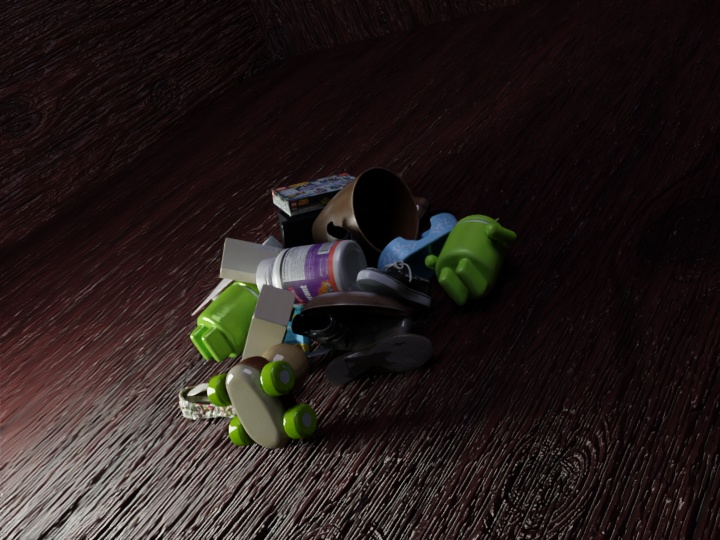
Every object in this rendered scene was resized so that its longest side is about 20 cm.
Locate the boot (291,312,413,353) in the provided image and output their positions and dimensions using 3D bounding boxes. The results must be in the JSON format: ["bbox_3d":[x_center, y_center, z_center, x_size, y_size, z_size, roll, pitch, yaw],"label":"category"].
[{"bbox_3d":[-0.017,0.108,1.259,0.199,0.131,0.070,-14,63,31],"label":"boot"}]

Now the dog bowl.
[{"bbox_3d":[0.130,-0.034,1.418,0.199,0.112,0.050,-31,46,-15],"label":"dog bowl"}]

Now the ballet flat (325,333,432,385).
[{"bbox_3d":[0.033,0.156,1.235,0.199,0.068,0.046,-20,-2,16],"label":"ballet flat"}]

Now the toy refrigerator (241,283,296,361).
[{"bbox_3d":[-0.171,0.119,1.300,0.069,0.200,0.076,16,50,-5],"label":"toy refrigerator"}]

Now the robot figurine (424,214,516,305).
[{"bbox_3d":[0.212,-0.026,1.328,0.175,0.116,0.200,-32,18,41],"label":"robot figurine"}]

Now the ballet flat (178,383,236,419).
[{"bbox_3d":[-0.258,0.237,1.313,0.199,0.064,0.076,-13,29,20],"label":"ballet flat"}]

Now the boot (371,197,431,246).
[{"bbox_3d":[0.051,-0.096,1.639,0.185,0.064,0.200,-3,40,38],"label":"boot"}]

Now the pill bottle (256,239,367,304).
[{"bbox_3d":[-0.096,0.008,1.347,0.199,0.112,0.112,-7,33,29],"label":"pill bottle"}]

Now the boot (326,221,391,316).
[{"bbox_3d":[0.000,0.000,1.386,0.199,0.139,0.077,27,46,31],"label":"boot"}]

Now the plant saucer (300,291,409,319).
[{"bbox_3d":[-0.010,0.069,1.288,0.199,0.200,0.032,-7,73,30],"label":"plant saucer"}]

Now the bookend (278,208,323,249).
[{"bbox_3d":[-0.116,-0.116,1.702,0.199,0.093,0.199,-14,23,-19],"label":"bookend"}]

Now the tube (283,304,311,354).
[{"bbox_3d":[-0.122,0.120,1.389,0.077,0.050,0.201,-13,53,30],"label":"tube"}]

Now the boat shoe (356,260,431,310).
[{"bbox_3d":[0.067,0.018,1.285,0.073,0.199,0.069,-6,70,44],"label":"boat shoe"}]

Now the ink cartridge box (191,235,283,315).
[{"bbox_3d":[-0.281,0.024,1.616,0.200,0.044,0.174,-37,14,34],"label":"ink cartridge box"}]

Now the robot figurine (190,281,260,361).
[{"bbox_3d":[-0.257,0.098,1.470,0.175,0.116,0.200,-2,37,45],"label":"robot figurine"}]

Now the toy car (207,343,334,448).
[{"bbox_3d":[-0.130,0.192,1.219,0.164,0.159,0.200,-17,15,36],"label":"toy car"}]

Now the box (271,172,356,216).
[{"bbox_3d":[-0.099,-0.185,1.688,0.199,0.040,0.137,-16,23,-19],"label":"box"}]

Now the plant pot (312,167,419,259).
[{"bbox_3d":[-0.009,-0.099,1.508,0.199,0.187,0.187,-19,24,47],"label":"plant pot"}]

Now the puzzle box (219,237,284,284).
[{"bbox_3d":[-0.196,-0.010,1.499,0.199,0.026,0.133,11,28,-12],"label":"puzzle box"}]
